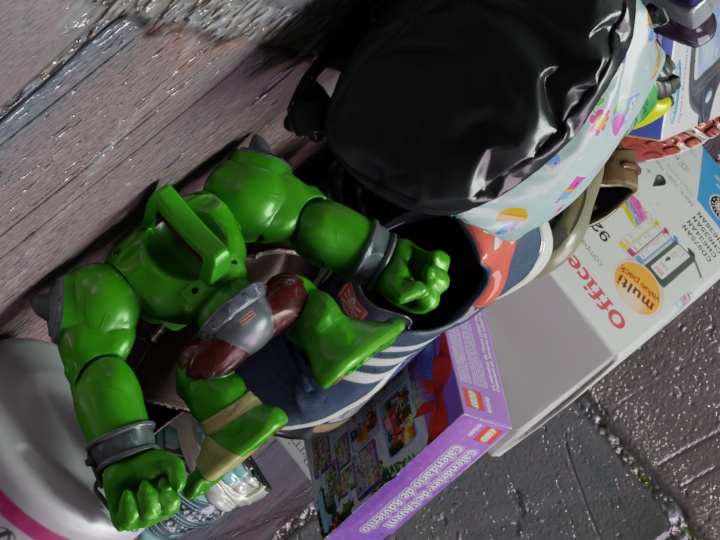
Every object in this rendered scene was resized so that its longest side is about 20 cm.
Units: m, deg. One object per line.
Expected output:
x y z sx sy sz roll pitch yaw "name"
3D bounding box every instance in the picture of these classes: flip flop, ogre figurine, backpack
0.135 -0.051 1.745 0.081 0.058 0.200 -40 -165 32 "flip flop"
-0.062 0.019 1.351 0.200 0.120 0.098 -38 177 -3 "ogre figurine"
0.063 -0.088 1.313 0.167 0.127 0.200 -44 176 6 "backpack"

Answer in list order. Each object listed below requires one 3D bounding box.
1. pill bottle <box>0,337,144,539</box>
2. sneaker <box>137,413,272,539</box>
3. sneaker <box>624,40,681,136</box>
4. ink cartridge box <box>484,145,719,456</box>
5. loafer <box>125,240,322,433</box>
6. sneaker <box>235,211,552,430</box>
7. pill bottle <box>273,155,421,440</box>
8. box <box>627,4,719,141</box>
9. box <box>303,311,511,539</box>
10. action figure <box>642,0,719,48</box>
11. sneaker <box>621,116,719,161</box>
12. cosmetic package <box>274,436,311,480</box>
-0.196 0.133 1.394 0.200 0.114 0.113 -43 173 29 "pill bottle"
-0.117 0.102 1.679 0.086 0.078 0.200 -33 -166 -4 "sneaker"
0.087 -0.080 1.621 0.085 0.078 0.200 -36 -176 -32 "sneaker"
0.134 -0.006 1.893 0.200 0.147 0.145 -35 174 -45 "ink cartridge box"
-0.085 0.042 1.488 0.073 0.072 0.200 17 131 -45 "loafer"
0.001 0.019 1.483 0.200 0.075 0.084 -37 170 25 "sneaker"
0.000 0.000 1.603 0.112 0.112 0.200 -32 170 -49 "pill bottle"
0.187 -0.144 1.714 0.200 0.041 0.120 -28 125 -70 "box"
0.015 0.045 1.709 0.039 0.201 0.137 18 134 -33 "box"
0.155 -0.180 1.392 0.130 0.069 0.200 -40 153 -7 "action figure"
0.220 -0.144 1.892 0.200 0.078 0.082 -54 -171 -27 "sneaker"
0.011 0.045 2.022 0.200 0.102 0.074 -44 171 26 "cosmetic package"
